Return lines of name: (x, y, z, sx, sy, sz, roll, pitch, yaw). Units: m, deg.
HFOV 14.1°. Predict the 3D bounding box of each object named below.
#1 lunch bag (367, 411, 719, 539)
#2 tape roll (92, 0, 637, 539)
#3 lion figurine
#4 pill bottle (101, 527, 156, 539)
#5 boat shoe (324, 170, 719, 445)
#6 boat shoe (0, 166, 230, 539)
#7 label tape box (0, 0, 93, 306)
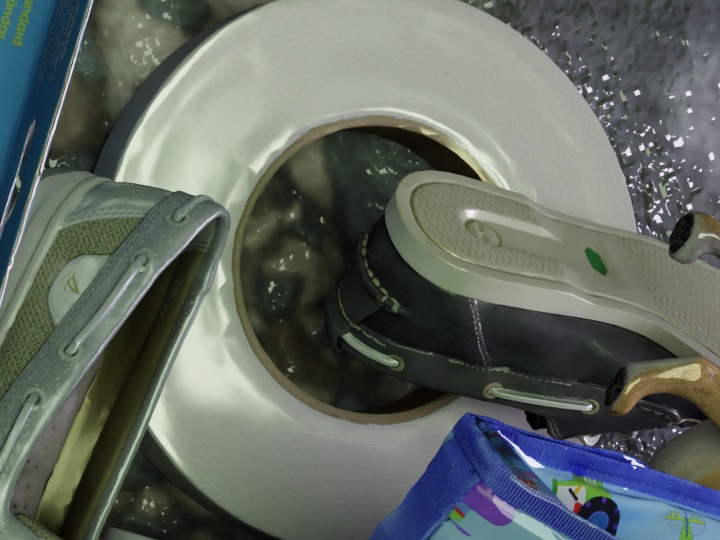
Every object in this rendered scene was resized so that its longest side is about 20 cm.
lunch bag: (0.062, 0.137, 0.893, 0.200, 0.094, 0.151, 24, 116, -26)
tape roll: (0.000, 0.000, 1.020, 0.202, 0.037, 0.203, 0, 90, -19)
lion figurine: (0.116, 0.070, 0.948, 0.122, 0.200, 0.073, 27, 45, -14)
pill bottle: (-0.073, 0.191, 0.952, 0.112, 0.112, 0.201, 19, 84, -18)
boat shoe: (0.083, 0.026, 1.006, 0.200, 0.072, 0.068, 18, 121, -25)
boat shoe: (-0.098, 0.063, 0.913, 0.074, 0.065, 0.202, 53, 50, -57)
label tape box: (-0.144, -0.027, 0.883, 0.063, 0.200, 0.145, 17, 84, -15)
